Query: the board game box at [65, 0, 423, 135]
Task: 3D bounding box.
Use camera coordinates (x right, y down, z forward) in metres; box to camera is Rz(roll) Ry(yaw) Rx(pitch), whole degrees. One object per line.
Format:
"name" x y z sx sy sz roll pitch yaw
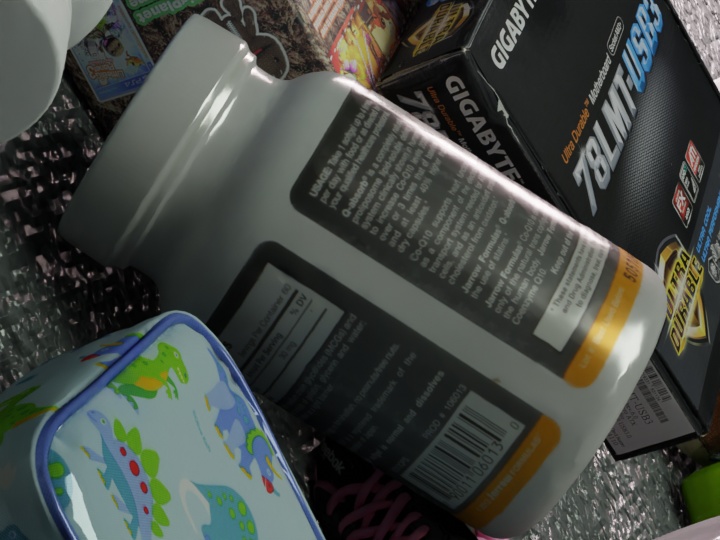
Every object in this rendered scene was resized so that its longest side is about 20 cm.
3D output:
"board game box" -0.042 -0.105 0.971 0.200 0.097 0.159 59 24 -19

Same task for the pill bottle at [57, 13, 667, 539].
"pill bottle" 0.000 0.000 0.859 0.200 0.116 0.116 33 28 -3

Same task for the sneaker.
"sneaker" 0.011 0.105 0.901 0.095 0.079 0.200 57 0 -4

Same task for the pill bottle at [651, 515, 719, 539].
"pill bottle" 0.182 0.225 1.146 0.113 0.113 0.200 -15 83 -67

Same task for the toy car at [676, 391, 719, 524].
"toy car" 0.279 0.050 1.415 0.158 0.200 0.164 21 51 -60

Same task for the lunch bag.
"lunch bag" -0.057 0.122 0.747 0.200 0.082 0.161 64 24 -9

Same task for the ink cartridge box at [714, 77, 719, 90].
"ink cartridge box" 0.346 -0.055 1.815 0.200 0.084 0.146 37 36 -52

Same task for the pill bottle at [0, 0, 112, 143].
"pill bottle" -0.128 -0.135 0.787 0.112 0.112 0.200 49 28 -38

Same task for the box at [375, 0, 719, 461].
"box" 0.099 -0.056 1.014 0.199 0.050 0.200 58 32 -22
